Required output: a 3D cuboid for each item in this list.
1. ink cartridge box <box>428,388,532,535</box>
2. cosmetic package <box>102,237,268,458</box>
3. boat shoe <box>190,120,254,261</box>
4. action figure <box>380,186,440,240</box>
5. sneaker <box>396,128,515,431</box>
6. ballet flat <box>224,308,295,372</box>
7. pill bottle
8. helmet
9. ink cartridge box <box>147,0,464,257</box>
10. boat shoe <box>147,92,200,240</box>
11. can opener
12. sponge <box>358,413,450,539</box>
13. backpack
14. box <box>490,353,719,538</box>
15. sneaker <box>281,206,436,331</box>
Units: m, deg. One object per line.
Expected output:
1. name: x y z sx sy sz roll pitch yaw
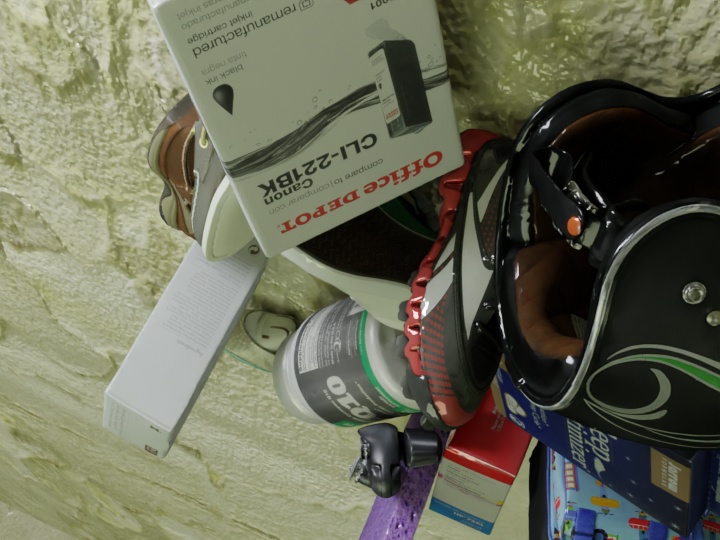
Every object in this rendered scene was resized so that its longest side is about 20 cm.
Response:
1. ink cartridge box: 0.119 0.144 0.909 0.066 0.117 0.201 21 151 10
2. cosmetic package: -0.160 0.060 0.935 0.073 0.202 0.102 28 151 -2
3. boat shoe: -0.081 -0.098 0.702 0.060 0.072 0.204 39 127 21
4. action figure: 0.021 -0.040 0.770 0.199 0.055 0.118 37 149 -6
5. sneaker: 0.084 0.002 0.633 0.097 0.204 0.071 0 157 39
6. ballet flat: -0.065 0.080 1.049 0.198 0.068 0.063 29 124 -7
7. pill bottle: 0.005 0.079 0.913 0.113 0.114 0.199 38 150 -17
8. helmet: 0.181 -0.006 0.534 0.187 0.204 0.201 0 154 -13
9. ink cartridge box: -0.030 -0.121 0.581 0.201 0.142 0.084 70 173 -52
10. boat shoe: -0.118 -0.075 0.813 0.074 0.076 0.200 39 161 8
11. can opener: 0.024 0.170 0.910 0.077 0.065 0.200 10 171 -3
12. sponge: 0.045 0.204 0.982 0.029 0.202 0.112 27 151 -4
13. backpack: 0.242 0.198 0.833 0.196 0.184 0.136 11 133 3
14. box: 0.166 0.106 0.670 0.198 0.032 0.122 31 158 32
15. sneaker: 0.000 0.000 0.716 0.198 0.074 0.085 28 148 -11
